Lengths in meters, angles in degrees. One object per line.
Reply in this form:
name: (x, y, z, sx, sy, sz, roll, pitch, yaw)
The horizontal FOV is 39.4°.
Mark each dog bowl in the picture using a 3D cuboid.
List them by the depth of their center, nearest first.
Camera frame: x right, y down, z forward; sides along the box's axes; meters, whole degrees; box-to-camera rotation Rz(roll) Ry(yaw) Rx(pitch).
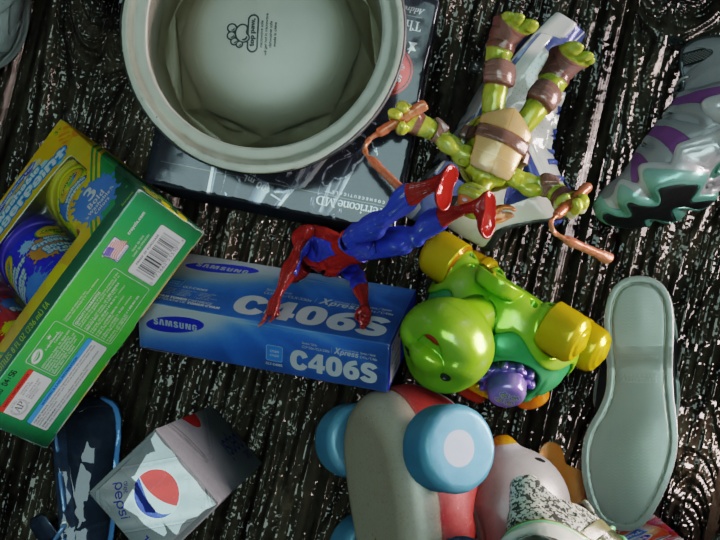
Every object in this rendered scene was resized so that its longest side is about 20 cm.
dog bowl: (-0.066, -0.164, 0.722, 0.198, 0.074, 0.202, 0, 88, 2)

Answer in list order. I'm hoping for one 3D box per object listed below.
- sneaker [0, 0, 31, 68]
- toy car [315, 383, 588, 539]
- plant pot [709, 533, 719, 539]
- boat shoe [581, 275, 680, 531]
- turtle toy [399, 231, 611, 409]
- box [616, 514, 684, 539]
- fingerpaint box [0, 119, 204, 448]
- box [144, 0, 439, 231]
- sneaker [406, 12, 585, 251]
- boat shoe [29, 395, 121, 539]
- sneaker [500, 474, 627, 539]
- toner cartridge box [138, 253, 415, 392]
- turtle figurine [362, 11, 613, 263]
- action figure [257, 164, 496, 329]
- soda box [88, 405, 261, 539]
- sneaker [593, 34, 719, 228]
sneaker: (-0.304, -0.249, 0.823, 0.078, 0.099, 0.201, 28, 89, 3)
toy car: (0.094, 0.169, 0.783, 0.199, 0.184, 0.178, -6, 86, -28)
plant pot: (0.334, 0.245, 0.745, 0.133, 0.200, 0.202, -21, 87, 18)
boat shoe: (0.224, 0.106, 0.810, 0.075, 0.060, 0.202, 10, 90, 22)
turtle toy: (0.094, 0.048, 0.754, 0.145, 0.200, 0.102, 33, 95, 26)
box: (0.229, 0.304, 0.782, 0.095, 0.100, 0.201, -20, 88, 1)
fingerpaint box: (-0.239, 0.003, 0.779, 0.200, 0.073, 0.167, -53, 43, 0)
box: (-0.050, -0.134, 0.808, 0.198, 0.104, 0.184, 11, 89, 3)
sneaker: (0.134, -0.097, 0.821, 0.115, 0.081, 0.200, 34, 87, -7)
boat shoe: (-0.235, 0.204, 0.816, 0.068, 0.084, 0.202, 5, 73, -17)
sneaker: (0.172, 0.200, 0.694, 0.200, 0.089, 0.077, 36, 125, -25)
toner cartridge box: (-0.063, 0.037, 0.786, 0.198, 0.095, 0.043, 9, 115, 12)
turtle figurine: (0.114, -0.097, 0.747, 0.199, 0.064, 0.162, 24, 82, 3)
action figure: (0.000, 0.000, 0.716, 0.065, 0.199, 0.100, 31, 62, -30)
soda box: (-0.130, 0.153, 0.749, 0.063, 0.200, 0.068, -43, 85, 0)
sneaker: (0.266, -0.129, 0.818, 0.199, 0.078, 0.141, -28, 59, 23)
